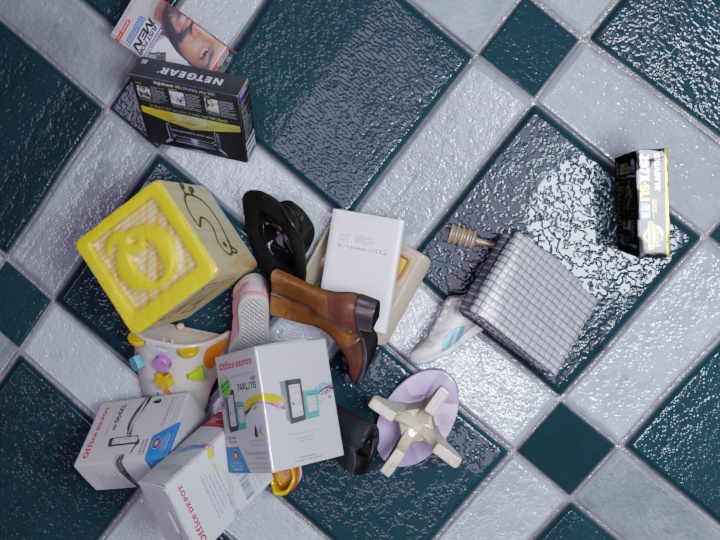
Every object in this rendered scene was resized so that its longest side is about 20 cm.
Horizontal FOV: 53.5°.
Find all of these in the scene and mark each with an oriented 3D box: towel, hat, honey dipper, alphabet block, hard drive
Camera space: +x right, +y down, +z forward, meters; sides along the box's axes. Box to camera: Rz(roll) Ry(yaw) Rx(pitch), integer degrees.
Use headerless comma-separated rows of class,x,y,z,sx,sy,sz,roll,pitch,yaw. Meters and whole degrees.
towel,0.280,0.054,1.199,0.200,0.085,0.166,36,77,-17
hat,-0.131,-0.065,1.286,0.081,0.200,0.201,-33,89,-32
honey dipper,0.251,-0.038,1.255,0.199,0.038,0.038,18,98,5
alphabet block,-0.335,-0.027,1.266,0.196,0.200,0.196,-36,88,11
hard drive,0.000,0.000,1.272,0.131,0.027,0.202,10,95,12

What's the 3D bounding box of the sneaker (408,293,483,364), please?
sneaker,0.162,0.093,1.264,0.199,0.077,0.081,-37,91,1

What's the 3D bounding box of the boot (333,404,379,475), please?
boot,-0.044,0.242,1.256,0.065,0.200,0.166,-4,108,-34

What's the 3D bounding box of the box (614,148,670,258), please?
box,0.443,-0.106,1.134,0.049,0.200,0.161,-1,95,11

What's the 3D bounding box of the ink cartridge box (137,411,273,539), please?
ink cartridge box,-0.262,0.362,1.234,0.082,0.200,0.147,-5,113,38

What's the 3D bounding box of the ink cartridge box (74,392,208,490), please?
ink cartridge box,-0.403,0.315,1.320,0.198,0.147,0.085,-9,131,17

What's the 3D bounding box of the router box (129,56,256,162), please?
router box,-0.291,-0.282,1.266,0.198,0.158,0.052,14,55,7

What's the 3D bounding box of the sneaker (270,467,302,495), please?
sneaker,-0.153,0.318,1.334,0.072,0.077,0.201,-16,91,12

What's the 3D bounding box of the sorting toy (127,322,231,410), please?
sorting toy,-0.357,0.193,1.359,0.198,0.107,0.181,11,116,8

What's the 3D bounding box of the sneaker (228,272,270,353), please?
sneaker,-0.204,0.094,1.330,0.075,0.105,0.201,4,127,-12

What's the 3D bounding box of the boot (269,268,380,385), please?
boot,-0.071,0.102,1.249,0.199,0.069,0.189,14,133,14

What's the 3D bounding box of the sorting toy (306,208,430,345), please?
sorting toy,0.001,0.012,1.300,0.199,0.036,0.186,30,99,5

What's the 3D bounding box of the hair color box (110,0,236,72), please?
hair color box,-0.340,-0.413,1.306,0.199,0.064,0.111,36,99,3

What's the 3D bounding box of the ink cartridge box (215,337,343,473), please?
ink cartridge box,-0.140,0.228,1.214,0.146,0.145,0.202,-20,76,50

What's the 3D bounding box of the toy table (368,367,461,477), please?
toy table,0.099,0.274,1.268,0.183,0.117,0.201,23,97,6
